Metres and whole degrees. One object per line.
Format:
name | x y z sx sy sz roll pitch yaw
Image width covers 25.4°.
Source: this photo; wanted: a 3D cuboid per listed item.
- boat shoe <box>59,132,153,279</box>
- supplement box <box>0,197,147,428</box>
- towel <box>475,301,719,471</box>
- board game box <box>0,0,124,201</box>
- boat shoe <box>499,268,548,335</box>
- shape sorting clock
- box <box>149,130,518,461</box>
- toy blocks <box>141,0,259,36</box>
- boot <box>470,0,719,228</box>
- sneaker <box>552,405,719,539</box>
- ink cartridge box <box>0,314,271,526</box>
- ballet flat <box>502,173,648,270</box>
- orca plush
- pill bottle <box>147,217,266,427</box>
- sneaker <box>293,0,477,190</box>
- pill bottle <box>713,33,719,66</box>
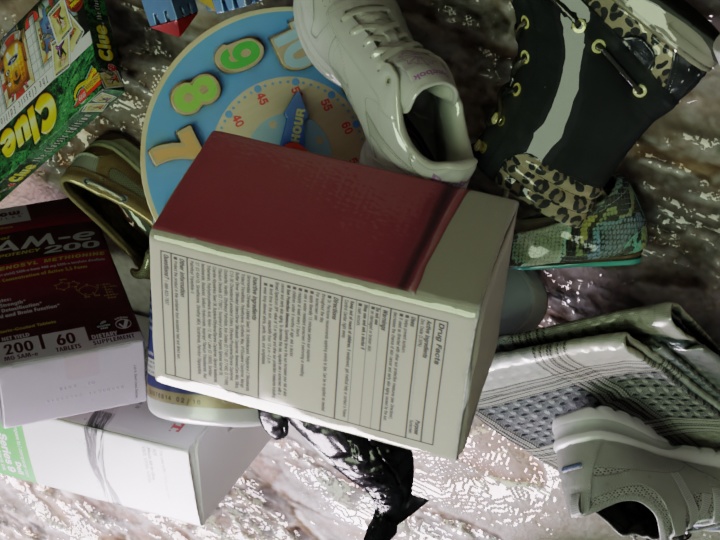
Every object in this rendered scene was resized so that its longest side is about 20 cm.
boat shoe | -0.147 -0.014 1.219 0.200 0.076 0.072 40 132 -1
supplement box | -0.235 0.026 1.203 0.109 0.200 0.061 -10 127 -17
towel | 0.168 0.089 1.086 0.200 0.035 0.192 -15 143 35
board game box | -0.247 -0.131 1.192 0.200 0.023 0.105 -33 67 40
boat shoe | 0.060 0.036 1.149 0.200 0.070 0.071 -17 71 39
shape sorting clock | -0.047 -0.076 1.071 0.200 0.200 0.039 49 173 -9
box | -0.016 0.013 0.969 0.200 0.109 0.128 14 133 10
toy blocks | -0.094 -0.223 1.009 0.200 0.100 0.137 -8 106 33
boot | 0.099 -0.134 0.971 0.203 0.073 0.154 34 113 -1
sneaker | 0.207 0.161 1.101 0.200 0.082 0.075 22 151 -27
ink cartridge box | -0.181 0.111 1.278 0.200 0.146 0.084 11 126 23
ballet flat | 0.087 -0.028 1.052 0.199 0.074 0.074 -8 122 -1
orca plush | -0.013 0.117 1.084 0.105 0.071 0.200 -13 118 1
pill bottle | -0.095 0.004 1.143 0.111 0.111 0.201 5 96 27
sneaker | 0.023 -0.128 1.006 0.200 0.075 0.100 66 152 12
pill bottle | 0.278 -0.058 0.930 0.104 0.104 0.200 -15 114 36
